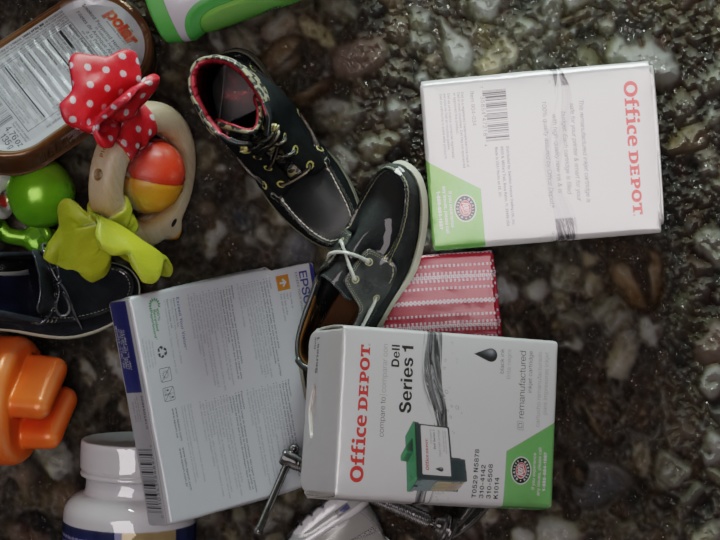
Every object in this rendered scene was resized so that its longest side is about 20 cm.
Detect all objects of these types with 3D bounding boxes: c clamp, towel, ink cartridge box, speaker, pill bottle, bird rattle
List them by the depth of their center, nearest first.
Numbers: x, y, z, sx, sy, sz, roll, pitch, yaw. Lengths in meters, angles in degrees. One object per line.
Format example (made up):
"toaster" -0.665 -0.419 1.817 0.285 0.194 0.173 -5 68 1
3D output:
"ink cartridge box" 0.058 0.126 1.615 0.198 0.084 0.147 4 84 -20
"ink cartridge box" 0.157 -0.099 1.652 0.198 0.084 0.147 -4 94 6
"bird rattle" -0.202 -0.089 1.653 0.112 0.163 0.202 4 94 28
"speaker" -0.088 -0.265 1.663 0.199 0.088 0.089 -19 92 6
"ink cartridge box" -0.113 0.104 1.675 0.199 0.040 0.201 -11 92 -38
"c clamp" 0.025 0.178 1.676 0.199 0.027 0.172 18 81 -2
"pill bottle" -0.204 0.249 1.690 0.119 0.120 0.202 1 94 5
"towel" 0.058 0.087 1.705 0.143 0.022 0.202 -5 93 5

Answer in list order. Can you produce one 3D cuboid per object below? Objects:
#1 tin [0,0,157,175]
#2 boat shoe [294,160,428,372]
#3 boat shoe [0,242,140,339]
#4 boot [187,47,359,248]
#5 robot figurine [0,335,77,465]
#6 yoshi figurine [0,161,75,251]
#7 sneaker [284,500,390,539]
"tin" -0.269 -0.165 1.674 0.200 0.042 0.112 -37 80 -15
"boat shoe" 0.000 0.000 1.649 0.072 0.067 0.201 33 109 29
"boat shoe" -0.280 0.018 1.669 0.199 0.062 0.075 1 67 -31
"boot" -0.076 -0.102 1.638 0.073 0.154 0.204 -34 91 7
"robot figurine" -0.355 0.114 1.695 0.198 0.144 0.118 3 82 13
"yoshi figurine" -0.326 -0.036 1.696 0.112 0.112 0.201 35 94 -10
"sneaker" -0.058 0.279 1.700 0.200 0.075 0.082 -40 88 6
